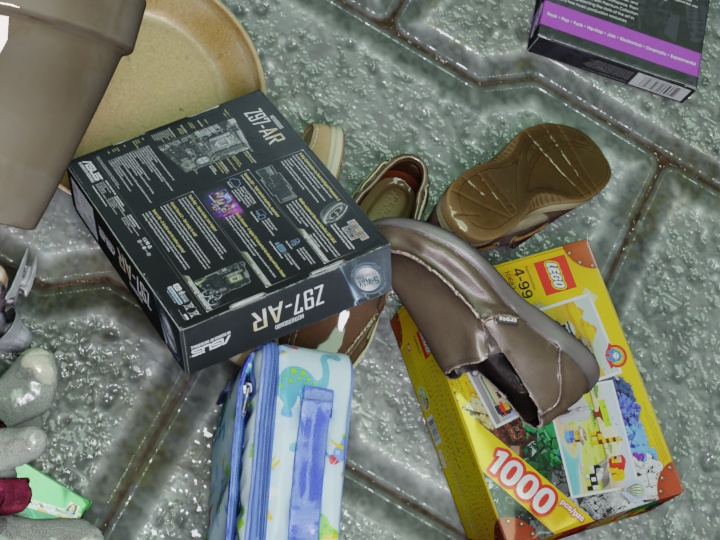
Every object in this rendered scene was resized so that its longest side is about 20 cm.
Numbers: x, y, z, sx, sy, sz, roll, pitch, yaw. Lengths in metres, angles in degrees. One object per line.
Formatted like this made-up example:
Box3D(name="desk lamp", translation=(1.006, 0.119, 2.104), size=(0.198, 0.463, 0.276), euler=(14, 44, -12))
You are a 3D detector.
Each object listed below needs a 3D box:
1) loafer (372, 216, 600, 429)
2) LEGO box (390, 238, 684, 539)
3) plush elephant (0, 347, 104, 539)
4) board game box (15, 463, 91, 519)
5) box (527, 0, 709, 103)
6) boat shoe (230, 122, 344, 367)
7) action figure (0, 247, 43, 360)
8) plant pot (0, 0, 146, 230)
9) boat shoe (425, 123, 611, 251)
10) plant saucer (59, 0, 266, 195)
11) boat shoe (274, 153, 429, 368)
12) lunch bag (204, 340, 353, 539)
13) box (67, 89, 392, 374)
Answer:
Box3D(name="loafer", translation=(0.075, 0.038, 1.361), size=(0.199, 0.073, 0.071), euler=(36, 66, 0))
Box3D(name="LEGO box", translation=(0.128, 0.098, 1.438), size=(0.148, 0.077, 0.202), euler=(-15, 76, -19))
Box3D(name="plush elephant", translation=(-0.262, 0.124, 1.243), size=(0.198, 0.155, 0.166), euler=(-6, 76, -16))
Box3D(name="board game box", translation=(-0.302, 0.166, 1.321), size=(0.199, 0.029, 0.135), euler=(31, 65, -3))
Box3D(name="box", translation=(0.223, -0.252, 1.613), size=(0.142, 0.036, 0.202), euler=(17, 69, -10))
Box3D(name="boat shoe", translation=(-0.071, -0.031, 1.431), size=(0.069, 0.074, 0.201), euler=(26, 65, -9))
Box3D(name="action figure", translation=(-0.311, 0.010, 1.357), size=(0.199, 0.069, 0.131), euler=(28, 59, -9))
Box3D(name="plant pot", translation=(-0.260, -0.124, 1.332), size=(0.198, 0.200, 0.175), euler=(12, 90, -11))
Box3D(name="boat shoe", translation=(0.115, -0.054, 1.495), size=(0.199, 0.072, 0.072), euler=(-30, 81, -45))
Box3D(name="plant saucer", translation=(-0.171, -0.131, 1.460), size=(0.198, 0.035, 0.202), euler=(5, 71, -14))
Box3D(name="boat shoe", translation=(-0.006, -0.003, 1.438), size=(0.074, 0.075, 0.204), euler=(26, 66, -5))
Box3D(name="lunch bag", translation=(-0.057, 0.156, 1.321), size=(0.082, 0.161, 0.202), euler=(9, 70, -12))
Box3D(name="box", translation=(-0.093, -0.032, 1.348), size=(0.159, 0.044, 0.200), euler=(-23, 46, -20))
